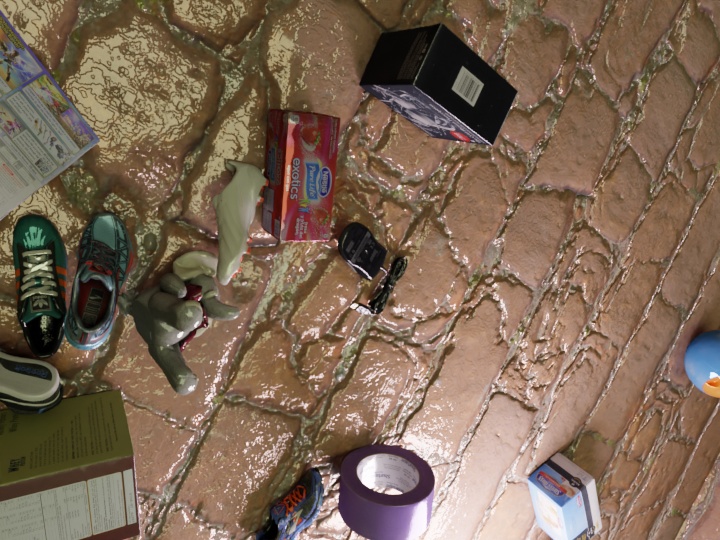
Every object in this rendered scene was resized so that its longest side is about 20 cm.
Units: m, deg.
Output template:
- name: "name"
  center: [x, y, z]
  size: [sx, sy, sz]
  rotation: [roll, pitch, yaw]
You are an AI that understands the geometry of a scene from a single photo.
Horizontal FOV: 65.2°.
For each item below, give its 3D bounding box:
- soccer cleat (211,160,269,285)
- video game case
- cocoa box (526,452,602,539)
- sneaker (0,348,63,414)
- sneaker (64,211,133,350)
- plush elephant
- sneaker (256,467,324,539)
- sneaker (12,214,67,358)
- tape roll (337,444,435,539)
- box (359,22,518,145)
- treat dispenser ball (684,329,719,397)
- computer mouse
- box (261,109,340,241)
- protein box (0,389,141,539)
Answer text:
- name: "soccer cleat"
  center: [-0.206, -0.077, 0.894]
  size: [0.076, 0.069, 0.205]
  rotation: [20, 69, -22]
- name: "video game case"
  center: [-0.460, -0.194, 0.699]
  size: [0.183, 0.045, 0.202]
  rotation: [-56, 129, -37]
- name: "cocoa box"
  center: [0.561, 0.640, 1.549]
  size: [0.129, 0.133, 0.204]
  rotation: [-29, 118, -18]
- name: "sneaker"
  center: [-0.526, 0.154, 0.802]
  size: [0.196, 0.112, 0.074]
  rotation: [24, 51, -6]
- name: "sneaker"
  center: [-0.365, 0.007, 0.801]
  size: [0.078, 0.095, 0.205]
  rotation: [10, 71, -27]
- name: "plush elephant"
  center: [-0.267, 0.063, 0.883]
  size: [0.153, 0.198, 0.168]
  rotation: [-25, 133, -45]
- name: "sneaker"
  center: [-0.139, 0.488, 1.132]
  size: [0.078, 0.075, 0.203]
  rotation: [31, 88, -30]
- name: "sneaker"
  center: [-0.449, 0.027, 0.798]
  size: [0.070, 0.080, 0.205]
  rotation: [-7, 109, -27]
- name: "tape roll"
  center: [0.053, 0.451, 1.154]
  size: [0.196, 0.199, 0.087]
  rotation: [-4, 108, -28]
- name: "box"
  center: [0.131, -0.313, 0.968]
  size: [0.197, 0.181, 0.106]
  rotation: [25, 93, -32]
- name: "treat dispenser ball"
  center: [1.092, 0.282, 1.703]
  size: [0.196, 0.200, 0.206]
  rotation: [-9, 110, -27]
- name: "computer mouse"
  center: [0.000, 0.000, 1.075]
  size: [0.199, 0.046, 0.143]
  rotation: [33, 83, -45]
- name: "box"
  center: [-0.101, -0.157, 0.931]
  size: [0.093, 0.099, 0.206]
  rotation: [-2, 106, -29]
- name: "protein box"
  center: [-0.439, 0.296, 0.820]
  size: [0.196, 0.198, 0.139]
  rotation: [-6, 109, -28]
